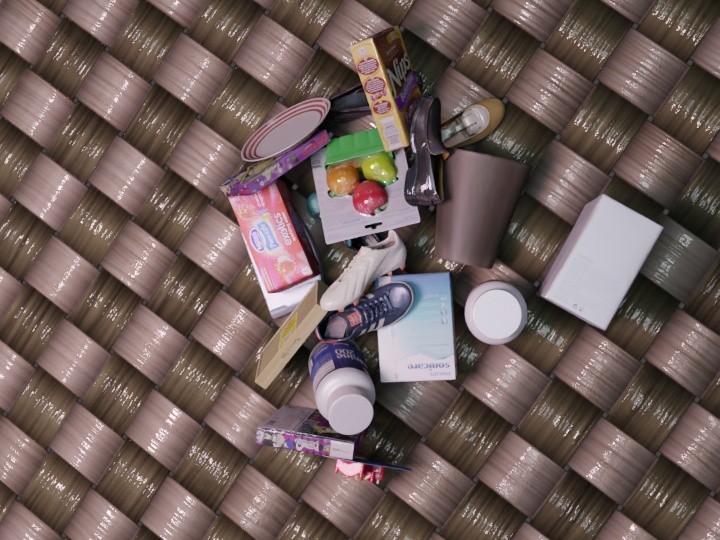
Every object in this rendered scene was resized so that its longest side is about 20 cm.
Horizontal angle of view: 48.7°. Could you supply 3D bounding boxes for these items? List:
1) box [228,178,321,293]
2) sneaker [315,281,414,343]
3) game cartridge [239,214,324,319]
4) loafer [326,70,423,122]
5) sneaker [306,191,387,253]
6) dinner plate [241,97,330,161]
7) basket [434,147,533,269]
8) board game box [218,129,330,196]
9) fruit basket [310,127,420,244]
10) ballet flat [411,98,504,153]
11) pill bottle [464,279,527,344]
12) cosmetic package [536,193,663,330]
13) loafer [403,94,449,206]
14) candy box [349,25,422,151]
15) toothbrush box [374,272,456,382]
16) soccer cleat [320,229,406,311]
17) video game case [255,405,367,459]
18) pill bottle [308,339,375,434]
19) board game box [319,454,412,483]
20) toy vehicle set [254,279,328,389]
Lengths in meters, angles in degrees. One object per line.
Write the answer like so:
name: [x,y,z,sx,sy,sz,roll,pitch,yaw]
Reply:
box: [-0.161,-0.065,1.521,0.099,0.095,0.202,-23,87,8]
sneaker: [0.005,0.083,1.458,0.199,0.084,0.076,-29,83,14]
game cartridge: [-0.148,-0.020,1.585,0.132,0.040,0.202,-21,87,4]
loafer: [0.026,-0.339,1.544,0.198,0.063,0.073,-18,86,8]
sneaker: [-0.025,-0.089,1.542,0.199,0.080,0.072,36,97,7]
dinner plate: [-0.139,-0.264,1.519,0.199,0.201,0.024,-29,118,7]
basket: [0.214,-0.113,1.487,0.178,0.136,0.203,11,96,0]
board game box: [-0.161,-0.201,1.498,0.199,0.120,0.033,-39,109,-26]
fruit basket: [0.007,-0.160,1.514,0.183,0.094,0.203,-14,75,4]
ballet flat: [0.189,-0.267,1.522,0.199,0.063,0.069,-30,87,7]
pill bottle: [0.244,0.075,1.445,0.111,0.200,0.114,0,90,8]
cosmetic package: [0.420,-0.014,1.420,0.122,0.199,0.202,28,94,7]
loafer: [0.131,-0.215,1.436,0.072,0.072,0.203,8,98,36]
candy box: [0.058,-0.335,1.463,0.056,0.117,0.202,-11,110,33]
toothbrush box: [0.108,0.107,1.522,0.144,0.085,0.203,-4,89,10]
soccer cleat: [0.000,0.000,1.454,0.199,0.069,0.078,-35,123,-22]
video game case: [-0.085,0.300,1.494,0.179,0.200,0.036,7,93,7]
pill bottle: [-0.033,0.213,1.475,0.109,0.200,0.112,-4,113,-9]
board game box: [-0.002,0.372,1.478,0.198,0.157,0.039,15,78,-27]
toy vehicle set: [-0.130,0.120,1.519,0.026,0.125,0.201,35,107,-13]
